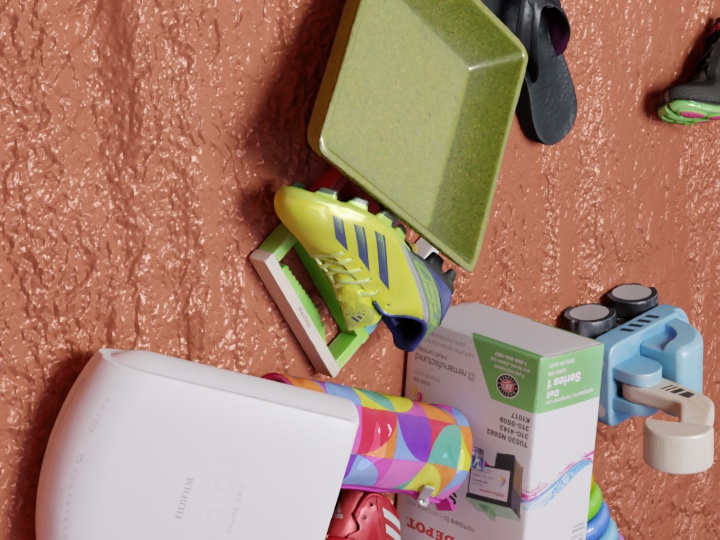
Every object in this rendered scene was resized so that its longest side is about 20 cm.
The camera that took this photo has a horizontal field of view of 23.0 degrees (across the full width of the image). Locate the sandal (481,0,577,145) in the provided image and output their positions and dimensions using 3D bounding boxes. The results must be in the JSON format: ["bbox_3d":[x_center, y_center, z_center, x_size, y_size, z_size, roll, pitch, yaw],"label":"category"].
[{"bbox_3d":[0.148,-0.189,1.448,0.075,0.048,0.201,-48,133,-25],"label":"sandal"}]

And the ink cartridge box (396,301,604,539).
[{"bbox_3d":[0.110,0.142,1.441,0.084,0.145,0.201,-11,110,-44],"label":"ink cartridge box"}]

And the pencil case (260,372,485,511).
[{"bbox_3d":[0.000,0.132,1.353,0.200,0.088,0.089,15,91,-39],"label":"pencil case"}]

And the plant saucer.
[{"bbox_3d":[0.036,-0.128,1.321,0.200,0.048,0.200,37,60,-44],"label":"plant saucer"}]

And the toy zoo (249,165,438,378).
[{"bbox_3d":[0.008,-0.032,1.371,0.200,0.020,0.131,-50,133,-24],"label":"toy zoo"}]

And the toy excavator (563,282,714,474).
[{"bbox_3d":[0.260,0.099,1.545,0.194,0.200,0.100,-23,118,-40],"label":"toy excavator"}]

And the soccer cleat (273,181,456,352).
[{"bbox_3d":[0.001,0.000,1.311,0.200,0.065,0.084,35,79,-46],"label":"soccer cleat"}]

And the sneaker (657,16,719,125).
[{"bbox_3d":[0.335,-0.191,1.640,0.200,0.077,0.084,-32,107,-40],"label":"sneaker"}]

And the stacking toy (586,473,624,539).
[{"bbox_3d":[0.184,0.205,1.600,0.085,0.085,0.200,-38,120,-33],"label":"stacking toy"}]

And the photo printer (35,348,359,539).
[{"bbox_3d":[-0.117,0.146,1.211,0.199,0.069,0.167,16,97,-18],"label":"photo printer"}]

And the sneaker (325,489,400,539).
[{"bbox_3d":[-0.037,0.229,1.382,0.200,0.078,0.116,-5,97,-57],"label":"sneaker"}]
